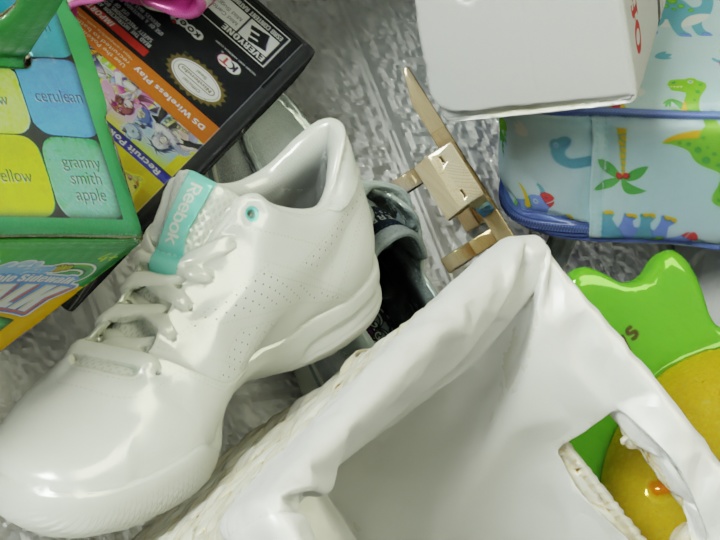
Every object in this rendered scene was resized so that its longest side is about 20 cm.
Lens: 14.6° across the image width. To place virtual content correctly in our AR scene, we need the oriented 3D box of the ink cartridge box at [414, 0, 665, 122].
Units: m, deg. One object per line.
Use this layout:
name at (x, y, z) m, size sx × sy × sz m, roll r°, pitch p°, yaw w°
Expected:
ink cartridge box at (0.076, -0.167, 1.145) m, size 0.200 × 0.084 × 0.145 m, roll -66°, pitch 148°, yaw -59°

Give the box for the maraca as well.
maraca at (0.136, 0.083, 1.073) m, size 0.200 × 0.107 × 0.137 m, roll 42°, pitch 76°, yaw -16°

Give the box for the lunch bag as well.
lunch bag at (0.161, -0.077, 1.216) m, size 0.199 × 0.083 × 0.161 m, roll 2°, pitch 35°, yaw 5°

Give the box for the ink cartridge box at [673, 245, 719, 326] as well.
ink cartridge box at (0.231, 0.060, 1.274) m, size 0.200 × 0.086 × 0.148 m, roll 41°, pitch 42°, yaw -19°

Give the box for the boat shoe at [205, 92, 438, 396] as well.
boat shoe at (0.000, 0.001, 1.091) m, size 0.070 × 0.071 × 0.201 m, roll -13°, pitch 71°, yaw -47°

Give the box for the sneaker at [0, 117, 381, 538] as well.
sneaker at (-0.063, 0.012, 0.966) m, size 0.075 × 0.089 × 0.200 m, roll 19°, pitch 38°, yaw 25°

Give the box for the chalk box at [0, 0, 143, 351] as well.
chalk box at (-0.157, -0.038, 0.860) m, size 0.125 × 0.200 × 0.124 m, roll -1°, pitch 64°, yaw -45°

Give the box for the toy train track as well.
toy train track at (0.034, -0.027, 1.116) m, size 0.115 × 0.032 × 0.200 m, roll 58°, pitch 3°, yaw 3°

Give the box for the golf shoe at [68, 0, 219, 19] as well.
golf shoe at (-0.056, -0.137, 1.064) m, size 0.200 × 0.075 × 0.092 m, roll -12°, pitch 72°, yaw -36°

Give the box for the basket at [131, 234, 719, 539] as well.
basket at (0.025, 0.134, 0.957) m, size 0.198 × 0.161 × 0.200 m, roll 52°, pitch 39°, yaw -4°

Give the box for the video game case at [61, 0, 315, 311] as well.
video game case at (-0.135, -0.099, 1.035) m, size 0.200 × 0.026 × 0.181 m, roll 40°, pitch 40°, yaw 0°

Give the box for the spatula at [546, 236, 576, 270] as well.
spatula at (0.078, 0.008, 1.203) m, size 0.056 × 0.021 × 0.200 m, roll 25°, pitch 48°, yaw -3°
